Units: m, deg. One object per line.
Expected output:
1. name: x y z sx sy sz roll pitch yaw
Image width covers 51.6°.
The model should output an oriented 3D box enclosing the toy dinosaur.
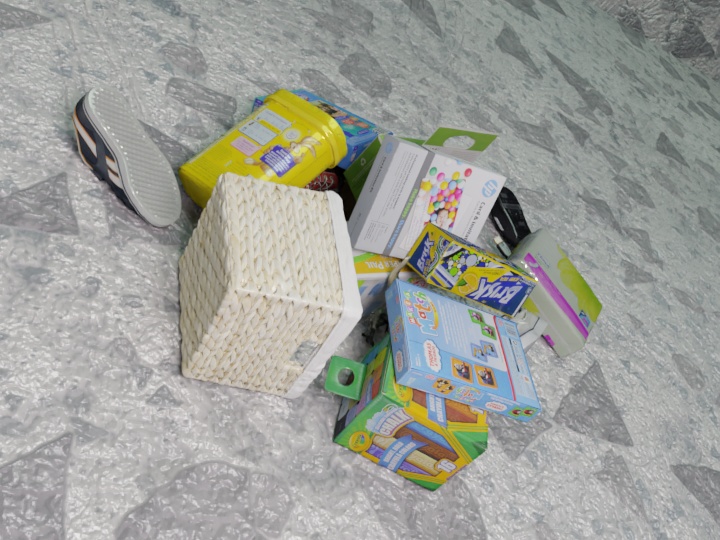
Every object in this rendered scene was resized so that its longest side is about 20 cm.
1. toy dinosaur: 0.044 0.063 1.059 0.088 0.200 0.047 -35 52 -17

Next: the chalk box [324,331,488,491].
1. chalk box: 0.050 0.168 0.956 0.200 0.124 0.125 30 38 -13

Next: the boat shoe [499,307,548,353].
1. boat shoe: 0.235 0.095 1.136 0.066 0.072 0.200 41 26 12

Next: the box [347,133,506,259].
1. box: 0.091 -0.089 1.035 0.200 0.156 0.041 11 22 -37

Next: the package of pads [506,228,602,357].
1. package of pads: 0.348 0.035 1.354 0.200 0.068 0.155 53 39 -4

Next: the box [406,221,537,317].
1. box: 0.162 0.002 1.067 0.200 0.070 0.064 22 16 -39

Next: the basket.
1. basket: -0.118 0.021 0.905 0.161 0.198 0.200 10 47 -27

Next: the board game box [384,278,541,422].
1. board game box: 0.130 0.103 0.961 0.200 0.037 0.151 21 39 -24

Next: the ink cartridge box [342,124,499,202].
1. ink cartridge box: 0.094 -0.178 1.155 0.148 0.200 0.076 -2 58 -43

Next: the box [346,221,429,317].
1. box: 0.000 0.000 1.089 0.200 0.113 0.101 -2 54 -42

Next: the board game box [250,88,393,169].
1. board game box: -0.065 -0.246 1.274 0.200 0.045 0.152 30 30 18

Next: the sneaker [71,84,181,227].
1. sneaker: -0.317 -0.146 1.006 0.078 0.079 0.200 -36 104 -46

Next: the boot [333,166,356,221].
1. boot: 0.032 -0.143 1.282 0.155 0.074 0.200 4 47 -32

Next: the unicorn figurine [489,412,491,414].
1. unicorn figurine: 0.178 0.144 1.140 0.137 0.074 0.200 46 22 8

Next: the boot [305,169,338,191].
1. boot: -0.086 -0.127 1.179 0.144 0.072 0.200 14 42 -32

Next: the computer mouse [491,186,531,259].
1. computer mouse: 0.285 -0.072 1.456 0.140 0.046 0.200 -9 70 -48

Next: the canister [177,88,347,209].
1. canister: -0.140 -0.155 1.063 0.148 0.087 0.200 35 65 27
